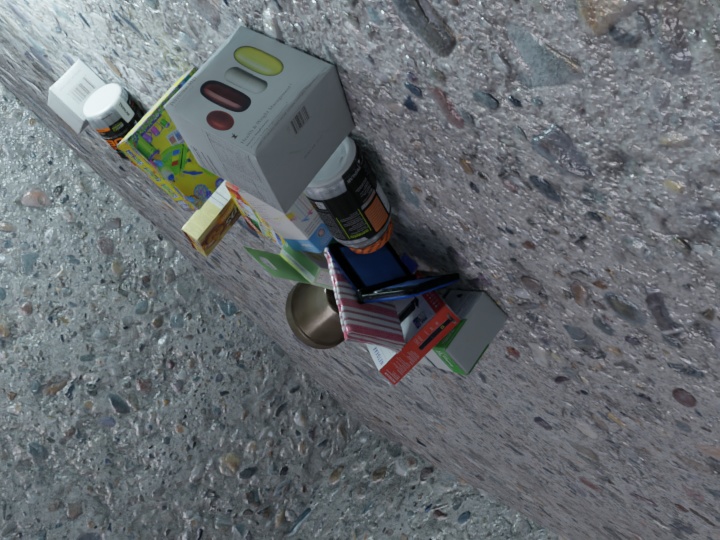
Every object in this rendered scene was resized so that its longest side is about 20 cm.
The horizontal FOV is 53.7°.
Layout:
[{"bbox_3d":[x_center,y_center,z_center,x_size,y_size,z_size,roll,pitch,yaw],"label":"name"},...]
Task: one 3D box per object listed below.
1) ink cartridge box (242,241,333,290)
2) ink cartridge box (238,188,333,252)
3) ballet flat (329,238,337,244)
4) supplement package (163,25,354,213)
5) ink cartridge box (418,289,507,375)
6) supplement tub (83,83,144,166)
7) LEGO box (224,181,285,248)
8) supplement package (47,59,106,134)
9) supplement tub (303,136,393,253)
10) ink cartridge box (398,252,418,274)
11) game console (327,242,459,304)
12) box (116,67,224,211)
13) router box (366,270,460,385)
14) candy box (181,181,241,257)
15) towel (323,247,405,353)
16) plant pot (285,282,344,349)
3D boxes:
[{"bbox_3d":[-0.129,-0.018,1.489,0.198,0.048,0.145,18,-166,-43],"label":"ink cartridge box"},{"bbox_3d":[-0.134,-0.151,1.407,0.200,0.129,0.125,45,162,-27],"label":"ink cartridge box"},{"bbox_3d":[-0.105,-0.126,1.563,0.200,0.069,0.063,43,-169,-7],"label":"ballet flat"},{"bbox_3d":[-0.153,-0.237,1.107,0.198,0.192,0.148,29,161,26],"label":"supplement package"},{"bbox_3d":[0.176,0.118,1.433,0.083,0.147,0.199,45,162,-20],"label":"ink cartridge box"},{"bbox_3d":[-0.612,-0.372,1.851,0.122,0.123,0.201,24,159,38],"label":"supplement tub"},{"bbox_3d":[-0.219,-0.146,1.694,0.148,0.078,0.201,32,162,23],"label":"LEGO box"},{"bbox_3d":[-0.763,-0.467,1.931,0.117,0.118,0.199,43,162,-19],"label":"supplement package"},{"bbox_3d":[-0.021,-0.126,1.244,0.122,0.123,0.201,24,158,39],"label":"supplement tub"},{"bbox_3d":[0.049,0.023,1.542,0.044,0.094,0.200,40,163,-9],"label":"ink cartridge box"},{"bbox_3d":[0.065,-0.013,1.335,0.169,0.199,0.121,-9,93,36],"label":"game console"},{"bbox_3d":[-0.347,-0.260,1.445,0.193,0.201,0.121,46,162,-23],"label":"box"},{"bbox_3d":[0.093,0.109,1.419,0.049,0.179,0.200,43,-175,-21],"label":"router box"},{"bbox_3d":[-0.348,-0.142,1.759,0.055,0.201,0.116,32,163,10],"label":"candy box"},{"bbox_3d":[0.004,0.053,1.323,0.145,0.030,0.202,18,-135,-40],"label":"towel"},{"bbox_3d":[-0.076,0.087,1.867,0.199,0.201,0.173,40,147,-9],"label":"plant pot"}]
